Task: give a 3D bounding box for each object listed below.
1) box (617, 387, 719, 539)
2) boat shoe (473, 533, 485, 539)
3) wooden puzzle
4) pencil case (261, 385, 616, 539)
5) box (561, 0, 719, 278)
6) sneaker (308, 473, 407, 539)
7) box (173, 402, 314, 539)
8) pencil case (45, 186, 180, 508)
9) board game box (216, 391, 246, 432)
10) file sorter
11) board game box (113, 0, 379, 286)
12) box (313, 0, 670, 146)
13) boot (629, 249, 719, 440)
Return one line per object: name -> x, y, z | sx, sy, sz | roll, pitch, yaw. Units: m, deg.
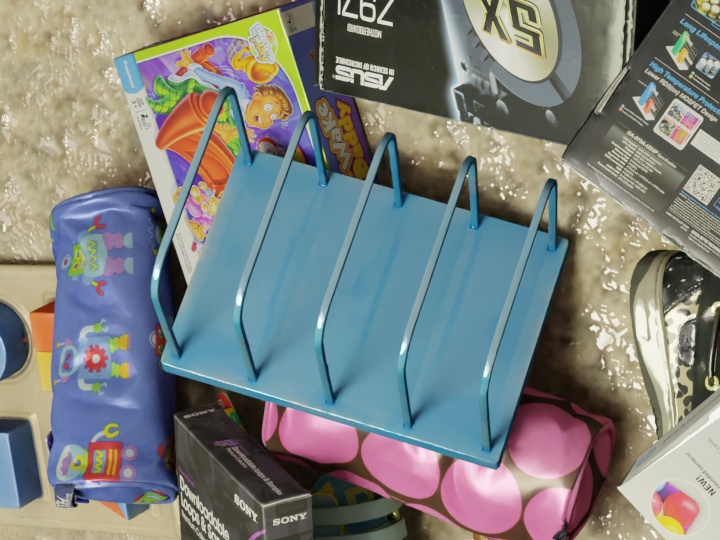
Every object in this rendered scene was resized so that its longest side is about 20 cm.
box -> 0.247, 0.099, 1.245 | 0.156, 0.041, 0.200 | 46, 119, 1
boat shoe -> 0.111, 0.233, 1.514 | 0.070, 0.070, 0.201 | -11, 93, 0
wooden puzzle -> -0.207, 0.089, 1.699 | 0.199, 0.046, 0.187 | 2, 108, 35
pencil case -> 0.041, 0.098, 1.469 | 0.199, 0.091, 0.094 | 21, 122, 14
box -> 0.223, -0.062, 1.271 | 0.199, 0.046, 0.159 | 35, 97, 6
sneaker -> 0.013, 0.189, 1.529 | 0.200, 0.079, 0.132 | 24, 118, 51
box -> -0.067, 0.196, 1.509 | 0.143, 0.036, 0.201 | -144, 49, -59
pencil case -> -0.154, 0.050, 1.580 | 0.086, 0.078, 0.201 | -7, 75, 20
board game box -> -0.065, 0.177, 1.577 | 0.096, 0.030, 0.201 | 105, 149, -43
file sorter -> 0.000, 0.000, 1.398 | 0.199, 0.140, 0.123 | 16, 161, 10
board game box -> -0.056, -0.051, 1.541 | 0.134, 0.045, 0.201 | -13, 99, 38
box -> 0.079, -0.166, 1.376 | 0.199, 0.086, 0.165 | 16, 116, 30
boot -> 0.236, 0.078, 1.361 | 0.153, 0.073, 0.205 | -10, 102, 35
